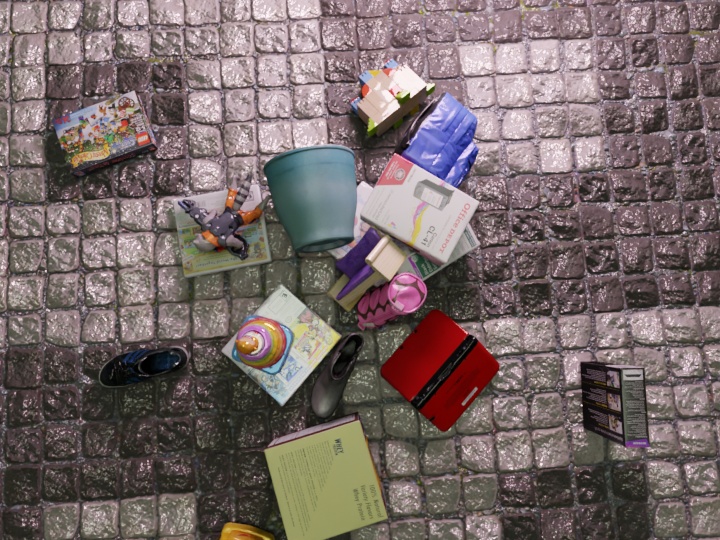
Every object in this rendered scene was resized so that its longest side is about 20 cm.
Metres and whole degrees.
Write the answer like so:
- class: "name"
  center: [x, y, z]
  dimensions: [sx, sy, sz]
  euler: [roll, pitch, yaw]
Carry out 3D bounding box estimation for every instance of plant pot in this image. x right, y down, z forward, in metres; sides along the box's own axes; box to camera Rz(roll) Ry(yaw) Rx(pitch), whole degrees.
- class: "plant pot"
  center: [-0.092, -0.142, 1.119]
  dimensions: [0.199, 0.200, 0.189]
  euler: [-11, 83, -2]

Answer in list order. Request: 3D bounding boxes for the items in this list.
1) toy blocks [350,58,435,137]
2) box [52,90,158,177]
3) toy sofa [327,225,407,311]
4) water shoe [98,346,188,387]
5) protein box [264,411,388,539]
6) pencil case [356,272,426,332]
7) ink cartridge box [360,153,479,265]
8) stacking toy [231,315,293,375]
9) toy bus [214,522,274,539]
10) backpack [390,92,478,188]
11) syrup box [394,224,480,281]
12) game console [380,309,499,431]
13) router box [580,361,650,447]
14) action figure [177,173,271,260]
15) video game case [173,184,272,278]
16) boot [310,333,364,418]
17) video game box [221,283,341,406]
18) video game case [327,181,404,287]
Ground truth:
- class: "toy blocks"
  center: [0.054, -0.414, 1.220]
  dimensions: [0.200, 0.100, 0.137]
  euler: [-40, 74, -6]
- class: "box"
  center: [-0.590, -0.316, 1.214]
  dimensions: [0.199, 0.038, 0.137]
  euler: [-21, 84, -3]
- class: "toy sofa"
  center: [0.000, 0.000, 1.099]
  dimensions: [0.098, 0.200, 0.083]
  euler: [42, 54, -5]
- class: "water shoe"
  center: [-0.478, 0.204, 1.133]
  dimensions: [0.199, 0.079, 0.072]
  euler: [-16, 83, -3]
- class: "protein box"
  center: [-0.068, 0.425, 1.085]
  dimensions: [0.199, 0.135, 0.199]
  euler: [-17, 83, -2]
- class: "pencil case"
  center: [0.059, 0.071, 1.098]
  dimensions: [0.094, 0.200, 0.091]
  euler: [-42, 90, -26]
- class: "ink cartridge box"
  center: [0.117, -0.122, 1.067]
  dimensions: [0.199, 0.086, 0.148]
  euler: [29, 90, 2]
- class: "stacking toy"
  center: [-0.210, 0.145, 1.039]
  dimensions: [0.116, 0.200, 0.110]
  euler: [21, 83, 4]
- class: "toy bus"
  center: [-0.258, 0.632, 1.030]
  dimensions: [0.135, 0.192, 0.201]
  euler: [14, 82, 2]
- class: "backpack"
  center: [0.172, -0.272, 1.167]
  dimensions: [0.167, 0.162, 0.201]
  euler: [34, 72, -11]
- class: "syrup box"
  center: [0.153, -0.038, 1.156]
  dimensions: [0.200, 0.081, 0.079]
  euler: [-31, 96, -12]
- class: "game console"
  center: [0.179, 0.222, 1.173]
  dimensions: [0.200, 0.119, 0.172]
  euler: [-48, 117, -5]
- class: "router box"
  center: [0.518, 0.268, 1.082]
  dimensions: [0.051, 0.200, 0.150]
  euler: [0, 84, 1]
- class: "action figure"
  center: [-0.308, -0.127, 1.145]
  dimensions: [0.200, 0.105, 0.194]
  euler: [32, 74, 0]
- class: "video game case"
  center: [-0.316, -0.090, 1.201]
  dimensions: [0.199, 0.023, 0.183]
  euler: [-11, 83, -3]
- class: "boot"
  center: [-0.055, 0.223, 1.111]
  dimensions: [0.070, 0.132, 0.201]
  euler: [21, 83, 1]
- class: "video game box"
  center: [-0.172, 0.162, 1.160]
  dimensions: [0.182, 0.047, 0.200]
  euler: [41, 85, 7]
- class: "video game case"
  center: [0.032, -0.076, 1.204]
  dimensions: [0.200, 0.024, 0.182]
  euler: [35, 84, 4]
